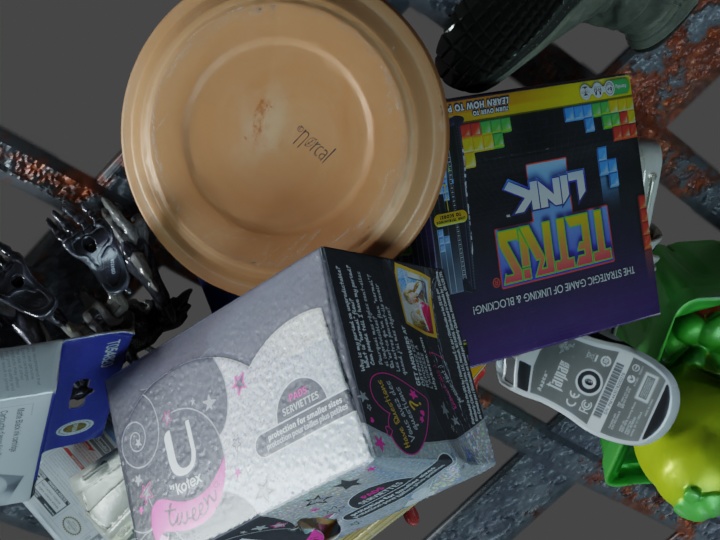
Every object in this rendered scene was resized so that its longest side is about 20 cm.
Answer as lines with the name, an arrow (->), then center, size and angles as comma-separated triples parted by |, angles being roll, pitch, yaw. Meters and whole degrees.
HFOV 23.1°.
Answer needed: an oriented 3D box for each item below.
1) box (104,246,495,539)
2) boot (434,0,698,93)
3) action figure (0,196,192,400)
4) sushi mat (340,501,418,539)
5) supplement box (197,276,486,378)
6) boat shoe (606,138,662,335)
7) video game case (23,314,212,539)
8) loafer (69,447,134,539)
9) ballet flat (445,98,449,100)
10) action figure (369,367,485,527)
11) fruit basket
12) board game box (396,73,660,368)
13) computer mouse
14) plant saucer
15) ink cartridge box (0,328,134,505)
box -> -0.041, 0.091, 1.042 | 0.199, 0.133, 0.114 | -31, 154, 36
boot -> 0.154, -0.168, 1.136 | 0.200, 0.068, 0.130 | -42, 140, 18
action figure -> -0.175, 0.013, 1.123 | 0.118, 0.102, 0.200 | -32, 163, -6
sushi mat -> 0.000, 0.164, 1.362 | 0.095, 0.012, 0.200 | 31, 126, -25
supplement box -> 0.000, 0.000, 1.183 | 0.199, 0.109, 0.110 | 19, 121, -38
boat shoe -> 0.190, -0.013, 1.295 | 0.069, 0.071, 0.201 | -12, 129, -14
video game case -> -0.137, 0.142, 1.266 | 0.199, 0.018, 0.144 | -35, 104, 9
loafer -> -0.125, 0.101, 1.207 | 0.200, 0.070, 0.070 | -47, 171, 12
ballet flat -> 0.033, -0.086, 1.166 | 0.199, 0.069, 0.063 | 24, 145, -37
action figure -> 0.055, 0.122, 1.372 | 0.065, 0.052, 0.201 | 5, 126, -23
fruit basket -> 0.265, 0.101, 1.340 | 0.154, 0.216, 0.217 | -4, 132, -22
board game box -> 0.102, -0.034, 1.137 | 0.199, 0.057, 0.167 | -13, 96, -39
computer mouse -> 0.137, 0.064, 1.281 | 0.199, 0.044, 0.110 | 26, 105, 8
plant saucer -> -0.047, -0.080, 1.047 | 0.199, 0.032, 0.202 | 1, 98, 8
ink cartridge box -> -0.245, 0.103, 1.098 | 0.198, 0.041, 0.200 | -9, 157, -18
